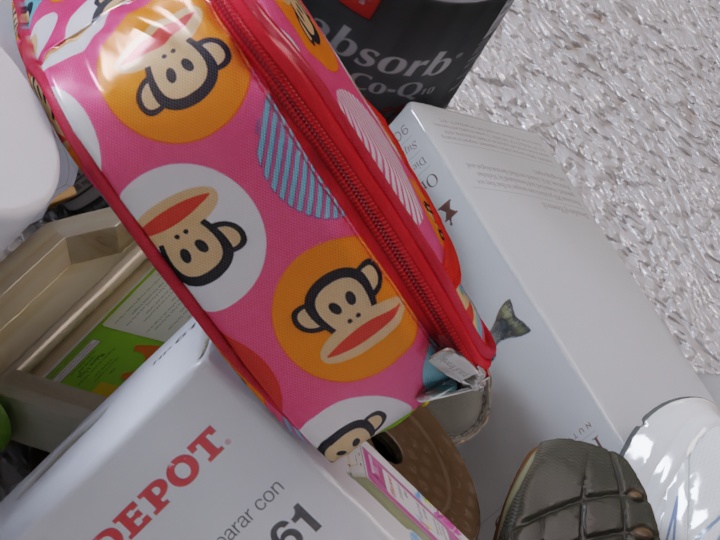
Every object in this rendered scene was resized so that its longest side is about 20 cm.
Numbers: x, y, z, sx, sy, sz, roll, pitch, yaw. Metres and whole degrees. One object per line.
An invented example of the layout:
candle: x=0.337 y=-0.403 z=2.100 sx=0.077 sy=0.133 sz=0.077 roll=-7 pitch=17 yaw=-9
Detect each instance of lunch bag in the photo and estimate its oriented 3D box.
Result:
lunch bag: x=-0.030 y=-0.028 z=0.746 sx=0.176 sy=0.082 sz=0.200 roll=56 pitch=3 yaw=-23

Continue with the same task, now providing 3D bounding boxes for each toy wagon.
toy wagon: x=-0.054 y=0.028 z=0.875 sx=0.200 sy=0.040 sz=0.155 roll=14 pitch=42 yaw=29

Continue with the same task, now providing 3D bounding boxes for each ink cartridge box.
ink cartridge box: x=-0.028 y=0.132 z=0.771 sx=0.200 sy=0.145 sz=0.085 roll=44 pitch=9 yaw=-7

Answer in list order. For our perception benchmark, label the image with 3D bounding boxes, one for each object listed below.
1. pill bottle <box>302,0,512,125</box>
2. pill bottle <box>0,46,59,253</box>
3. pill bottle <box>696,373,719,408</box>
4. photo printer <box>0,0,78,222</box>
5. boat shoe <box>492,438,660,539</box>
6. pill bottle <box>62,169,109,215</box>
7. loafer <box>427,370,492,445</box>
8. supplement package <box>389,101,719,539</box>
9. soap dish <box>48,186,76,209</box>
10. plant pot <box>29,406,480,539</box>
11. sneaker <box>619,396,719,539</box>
pill bottle: x=0.016 y=-0.146 z=1.106 sx=0.116 sy=0.200 sz=0.116 roll=12 pitch=54 yaw=-16
pill bottle: x=-0.177 y=0.013 z=0.654 sx=0.120 sy=0.200 sz=0.120 roll=37 pitch=26 yaw=-22
pill bottle: x=0.189 y=0.110 z=1.218 sx=0.200 sy=0.116 sz=0.116 roll=9 pitch=44 yaw=-55
photo printer: x=-0.178 y=-0.103 z=0.789 sx=0.200 sy=0.069 sz=0.167 roll=25 pitch=33 yaw=-40
boat shoe: x=0.064 y=0.163 z=0.918 sx=0.076 sy=0.074 sz=0.200 roll=20 pitch=61 yaw=-22
pill bottle: x=-0.090 y=-0.072 z=1.030 sx=0.200 sy=0.116 sz=0.116 roll=40 pitch=25 yaw=-17
loafer: x=0.000 y=0.000 z=0.972 sx=0.200 sy=0.072 sz=0.063 roll=58 pitch=-13 yaw=-27
supplement package: x=0.063 y=0.040 z=1.114 sx=0.117 sy=0.117 sz=0.200 roll=9 pitch=44 yaw=-54
soap dish: x=-0.207 y=-0.058 z=0.857 sx=0.157 sy=0.081 sz=0.200 roll=50 pitch=24 yaw=5
plant pot: x=-0.021 y=0.094 z=0.926 sx=0.201 sy=0.093 sz=0.201 roll=36 pitch=27 yaw=-22
sneaker: x=0.123 y=0.150 z=0.975 sx=0.087 sy=0.200 sz=0.074 roll=18 pitch=-9 yaw=39
